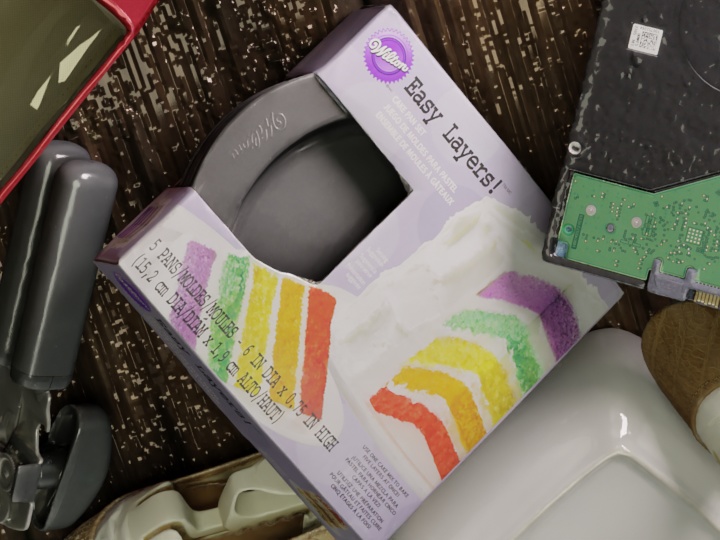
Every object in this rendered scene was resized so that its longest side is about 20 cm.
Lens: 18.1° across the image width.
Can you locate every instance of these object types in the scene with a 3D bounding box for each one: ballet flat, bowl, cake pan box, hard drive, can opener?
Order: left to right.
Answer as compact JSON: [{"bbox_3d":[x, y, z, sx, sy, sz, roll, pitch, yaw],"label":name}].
[{"bbox_3d":[-0.148,0.036,1.118,0.067,0.053,0.201,1,112,-39],"label":"can opener"},{"bbox_3d":[-0.072,0.121,1.130,0.199,0.071,0.065,-20,150,-4],"label":"ballet flat"},{"bbox_3d":[0.000,0.000,1.074,0.184,0.052,0.200,-44,106,-15],"label":"cake pan box"},{"bbox_3d":[0.125,0.155,1.157,0.200,0.075,0.200,-43,106,12],"label":"bowl"},{"bbox_3d":[0.173,-0.084,1.034,0.139,0.038,0.201,15,101,14],"label":"hard drive"},{"bbox_3d":[0.211,0.096,1.102,0.068,0.072,0.200,-32,117,25],"label":"ballet flat"}]

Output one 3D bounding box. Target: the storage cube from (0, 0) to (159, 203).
[{"bbox_3d":[-0.206,-0.107,0.979,0.171,0.180,0.200,39,103,-9],"label":"storage cube"}]
